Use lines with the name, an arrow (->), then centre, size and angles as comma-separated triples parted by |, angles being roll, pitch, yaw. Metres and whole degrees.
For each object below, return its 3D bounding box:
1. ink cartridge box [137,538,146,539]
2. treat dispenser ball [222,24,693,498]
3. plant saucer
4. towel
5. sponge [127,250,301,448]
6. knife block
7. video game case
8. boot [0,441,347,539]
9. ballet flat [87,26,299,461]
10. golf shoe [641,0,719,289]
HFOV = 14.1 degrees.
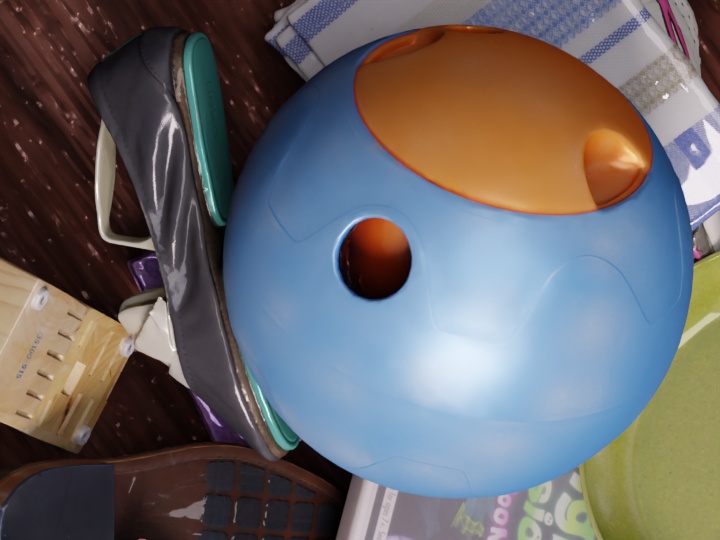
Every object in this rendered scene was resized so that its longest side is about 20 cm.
ink cartridge box -> -0.077, 0.233, 1.302 | 0.161, 0.050, 0.200 | -49, 130, -1
treat dispenser ball -> 0.042, -0.004, 1.237 | 0.200, 0.201, 0.202 | -1, 93, -16
plant saucer -> 0.199, 0.080, 1.326 | 0.199, 0.031, 0.201 | -7, 66, 17
towel -> 0.072, -0.080, 1.328 | 0.147, 0.024, 0.200 | -38, 99, 17
sponge -> 0.000, 0.000, 1.368 | 0.199, 0.030, 0.112 | -29, 99, -12
knife block -> -0.207, 0.004, 1.277 | 0.175, 0.200, 0.064 | 27, 87, 18
video game case -> 0.075, 0.134, 1.339 | 0.181, 0.023, 0.201 | 23, 67, -20
boot -> -0.101, 0.110, 1.329 | 0.199, 0.097, 0.075 | 8, 88, -38
ballet flat -> -0.080, -0.008, 1.304 | 0.073, 0.073, 0.201 | -15, 97, -14
golf shoe -> 0.138, -0.088, 1.379 | 0.092, 0.072, 0.201 | -32, 108, -35
